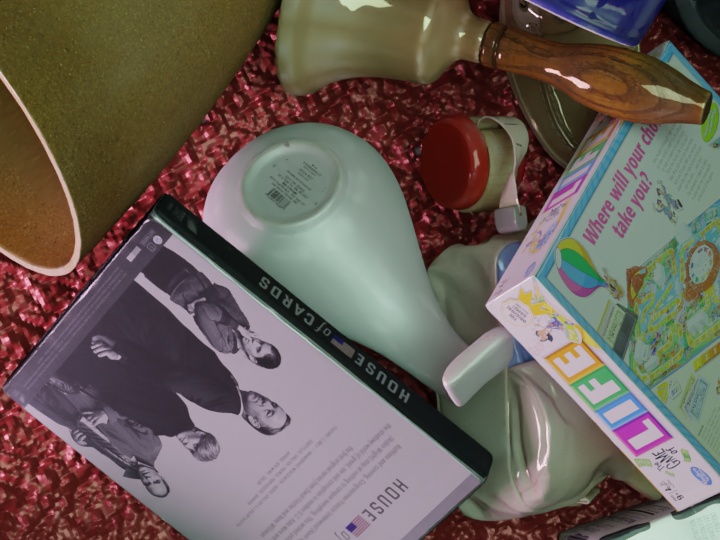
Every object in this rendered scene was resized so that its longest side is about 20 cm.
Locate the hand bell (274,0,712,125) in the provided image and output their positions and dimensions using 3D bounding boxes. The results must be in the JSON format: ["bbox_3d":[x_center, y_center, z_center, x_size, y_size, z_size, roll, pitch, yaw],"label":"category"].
[{"bbox_3d":[0.071,-0.106,1.175,0.199,0.104,0.105,18,84,16],"label":"hand bell"}]

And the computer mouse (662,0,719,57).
[{"bbox_3d":[0.181,-0.207,1.270,0.138,0.053,0.201,-10,97,-24],"label":"computer mouse"}]

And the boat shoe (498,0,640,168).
[{"bbox_3d":[0.107,-0.148,1.253,0.071,0.065,0.201,-10,90,-11],"label":"boat shoe"}]

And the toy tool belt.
[{"bbox_3d":[0.097,0.020,1.232,0.122,0.125,0.201,-5,87,-36],"label":"toy tool belt"}]

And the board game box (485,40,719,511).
[{"bbox_3d":[0.148,-0.002,1.172,0.135,0.034,0.200,47,43,-12],"label":"board game box"}]

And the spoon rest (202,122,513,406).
[{"bbox_3d":[0.000,0.000,1.197,0.099,0.061,0.200,-38,54,-11],"label":"spoon rest"}]

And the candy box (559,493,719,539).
[{"bbox_3d":[0.223,0.181,1.259,0.199,0.072,0.169,-19,91,-11],"label":"candy box"}]

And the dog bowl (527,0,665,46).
[{"bbox_3d":[0.060,-0.184,1.133,0.199,0.200,0.079,27,102,-9],"label":"dog bowl"}]

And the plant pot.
[{"bbox_3d":[-0.121,-0.130,1.167,0.200,0.186,0.187,-39,95,-23],"label":"plant pot"}]

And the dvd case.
[{"bbox_3d":[-0.056,0.073,1.186,0.200,0.150,0.025,39,37,-8],"label":"dvd case"}]
